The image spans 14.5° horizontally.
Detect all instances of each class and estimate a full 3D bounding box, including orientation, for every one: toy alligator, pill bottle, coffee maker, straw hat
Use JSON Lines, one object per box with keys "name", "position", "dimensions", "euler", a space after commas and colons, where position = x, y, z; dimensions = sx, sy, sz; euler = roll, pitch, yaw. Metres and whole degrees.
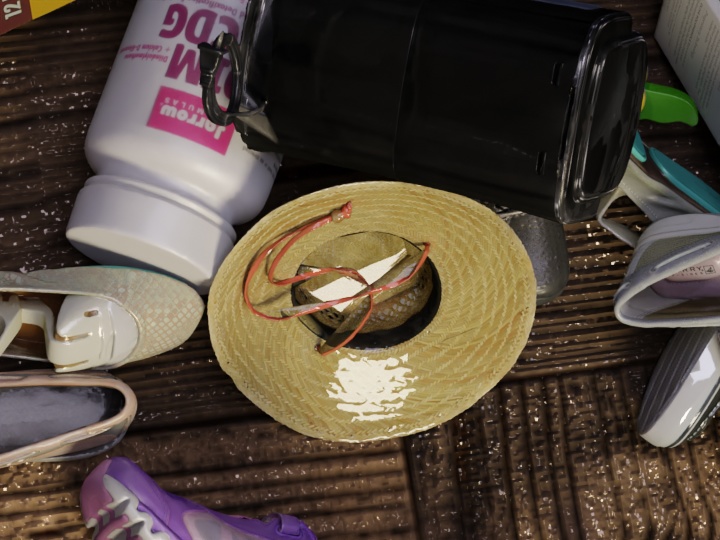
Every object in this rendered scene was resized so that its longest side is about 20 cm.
{"name": "toy alligator", "position": [0.117, -0.131, 1.758], "dimensions": [0.200, 0.059, 0.054], "euler": [31, 113, -8]}
{"name": "pill bottle", "position": [-0.094, -0.095, 1.656], "dimensions": [0.113, 0.113, 0.201], "euler": [22, 74, -11]}
{"name": "coffee maker", "position": [0.041, -0.094, 1.562], "dimensions": [0.199, 0.135, 0.192], "euler": [13, 34, 21]}
{"name": "straw hat", "position": [0.000, 0.000, 1.675], "dimensions": [0.200, 0.202, 0.085], "euler": [1, 36, -16]}

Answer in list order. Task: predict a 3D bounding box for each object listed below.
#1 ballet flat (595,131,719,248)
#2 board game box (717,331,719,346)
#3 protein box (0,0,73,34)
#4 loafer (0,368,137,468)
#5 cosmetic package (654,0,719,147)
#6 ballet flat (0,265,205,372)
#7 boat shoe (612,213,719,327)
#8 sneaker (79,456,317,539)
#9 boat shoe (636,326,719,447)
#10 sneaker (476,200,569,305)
{"name": "ballet flat", "position": [0.157, -0.060, 1.718], "dimensions": [0.064, 0.067, 0.200], "euler": [-39, 121, 17]}
{"name": "board game box", "position": [0.344, 0.046, 1.693], "dimensions": [0.200, 0.159, 0.097], "euler": [-31, 114, -34]}
{"name": "protein box", "position": [-0.195, -0.268, 1.606], "dimensions": [0.198, 0.135, 0.200], "euler": [-27, 54, -19]}
{"name": "loafer", "position": [-0.225, 0.087, 1.609], "dimensions": [0.199, 0.063, 0.072], "euler": [-10, 82, -18]}
{"name": "cosmetic package", "position": [0.274, -0.111, 1.740], "dimensions": [0.107, 0.085, 0.200], "euler": [-16, 55, -19]}
{"name": "ballet flat", "position": [-0.190, 0.034, 1.617], "dimensions": [0.199, 0.068, 0.062], "euler": [3, 36, -2]}
{"name": "boat shoe", "position": [0.243, 0.000, 1.654], "dimensions": [0.065, 0.201, 0.075], "euler": [-55, 130, -42]}
{"name": "sneaker", "position": [-0.072, 0.169, 1.634], "dimensions": [0.200, 0.080, 0.089], "euler": [42, 66, -10]}
{"name": "boat shoe", "position": [0.246, 0.036, 1.748], "dimensions": [0.071, 0.072, 0.200], "euler": [39, 74, -11]}
{"name": "sneaker", "position": [0.081, -0.077, 1.701], "dimensions": [0.075, 0.115, 0.200], "euler": [-24, 86, -20]}
